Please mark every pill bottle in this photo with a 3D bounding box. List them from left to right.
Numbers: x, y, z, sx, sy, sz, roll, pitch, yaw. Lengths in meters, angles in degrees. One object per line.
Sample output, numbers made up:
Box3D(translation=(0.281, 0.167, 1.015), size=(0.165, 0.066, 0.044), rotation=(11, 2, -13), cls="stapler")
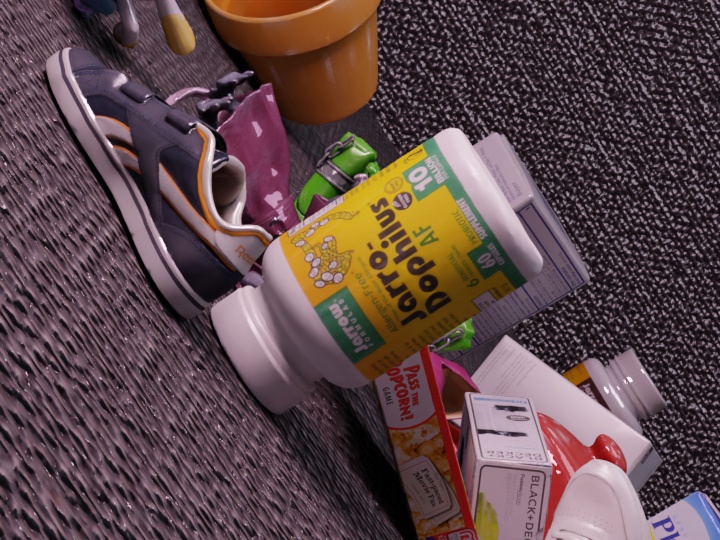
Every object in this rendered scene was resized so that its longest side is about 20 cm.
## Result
Box3D(translation=(0.007, 0.005, 1.258), size=(0.113, 0.200, 0.113), rotation=(57, 6, -10), cls="pill bottle")
Box3D(translation=(0.242, 0.173, 2.201), size=(0.109, 0.200, 0.109), rotation=(56, 7, -10), cls="pill bottle")

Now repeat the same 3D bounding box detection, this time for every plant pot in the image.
Box3D(translation=(-0.059, -0.273, 2.195), size=(0.200, 0.200, 0.183), rotation=(-115, -175, -47), cls="plant pot")

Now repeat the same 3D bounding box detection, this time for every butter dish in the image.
Box3D(translation=(0.185, 0.209, 1.855), size=(0.200, 0.148, 0.200), rotation=(59, 7, 21), cls="butter dish")

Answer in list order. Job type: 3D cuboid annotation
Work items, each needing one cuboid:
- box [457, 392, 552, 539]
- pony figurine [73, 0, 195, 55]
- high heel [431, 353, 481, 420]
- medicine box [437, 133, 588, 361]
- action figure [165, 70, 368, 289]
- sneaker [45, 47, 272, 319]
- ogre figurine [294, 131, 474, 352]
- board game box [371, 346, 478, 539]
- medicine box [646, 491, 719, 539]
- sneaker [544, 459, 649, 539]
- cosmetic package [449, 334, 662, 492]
Box3D(translation=(0.113, 0.180, 1.589), size=(0.200, 0.060, 0.117), rotation=(-90, -174, -77), cls="box")
Box3D(translation=(-0.183, -0.265, 1.456), size=(0.200, 0.166, 0.193), rotation=(96, -29, -76), cls="pony figurine")
Box3D(translation=(0.077, 0.114, 1.744), size=(0.096, 0.067, 0.200), rotation=(24, -3, -3), cls="high heel")
Box3D(translation=(0.113, -0.017, 2.072), size=(0.182, 0.200, 0.103), rotation=(50, 12, -51), cls="medicine box")
Box3D(translation=(-0.079, -0.035, 1.419), size=(0.149, 0.134, 0.200), rotation=(-2, -64, 48), cls="action figure")
Box3D(translation=(-0.121, -0.070, 1.207), size=(0.200, 0.079, 0.078), rotation=(59, 7, 21), cls="sneaker")
Box3D(translation=(0.000, 0.000, 1.586), size=(0.200, 0.120, 0.098), rotation=(56, 11, -1), cls="ogre figurine")
Box3D(translation=(0.036, 0.100, 1.468), size=(0.152, 0.046, 0.200), rotation=(-107, -179, -67), cls="board game box")
Box3D(translation=(0.247, 0.305, 1.630), size=(0.182, 0.200, 0.103), rotation=(49, 11, -52), cls="medicine box")
Box3D(translation=(0.162, 0.242, 1.466), size=(0.075, 0.200, 0.100), rotation=(13, 1, 29), cls="sneaker")
Box3D(translation=(0.198, 0.172, 2.004), size=(0.200, 0.113, 0.081), rotation=(39, -4, 25), cls="cosmetic package")
